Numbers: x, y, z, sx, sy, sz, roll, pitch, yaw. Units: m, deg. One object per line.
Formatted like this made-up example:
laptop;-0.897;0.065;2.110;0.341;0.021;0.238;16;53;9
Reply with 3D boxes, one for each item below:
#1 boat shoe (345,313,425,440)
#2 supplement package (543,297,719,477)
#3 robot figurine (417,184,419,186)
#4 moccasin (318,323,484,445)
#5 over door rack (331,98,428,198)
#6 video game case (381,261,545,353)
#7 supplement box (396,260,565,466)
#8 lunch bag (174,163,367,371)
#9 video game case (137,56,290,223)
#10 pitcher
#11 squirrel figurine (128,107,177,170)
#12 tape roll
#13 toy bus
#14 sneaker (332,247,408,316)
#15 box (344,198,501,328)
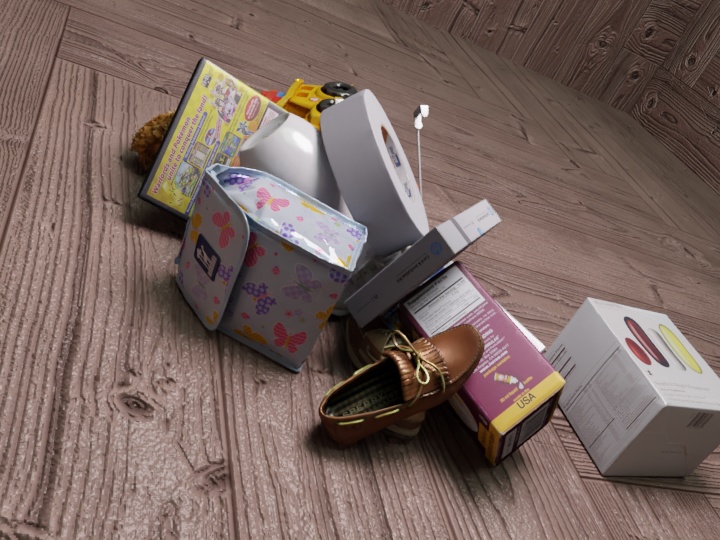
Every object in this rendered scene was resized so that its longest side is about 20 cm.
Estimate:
boat shoe;0.039;0.111;0.873;0.074;0.075;0.202;10;35;-30
supplement package;0.405;0.173;1.029;0.187;0.149;0.202;10;35;-30
robot figurine;0.011;-0.150;1.189;0.197;0.118;0.144;28;12;-30
moccasin;0.045;0.114;0.762;0.197;0.078;0.075;-22;57;-3
over door rack;0.025;-0.144;1.043;0.143;0.206;0.066;-1;7;-16
video game case;0.134;0.086;0.966;0.142;0.018;0.200;-39;65;-15
supplement box;0.142;0.114;0.862;0.102;0.132;0.201;-33;61;-11
lunch bag;-0.116;-0.006;0.818;0.197;0.171;0.128;30;33;-2
video game case;-0.177;-0.149;0.949;0.178;0.204;0.025;27;-11;-27
pitcher;-0.078;-0.096;0.919;0.202;0.121;0.171;56;-17;-24
squirrel figurine;-0.236;-0.199;1.046;0.196;0.144;0.187;4;31;-41
tape roll;0.021;-0.124;0.903;0.202;0.065;0.203;-90;154;-56
toy bus;-0.108;-0.273;1.290;0.187;0.138;0.202;14;33;0
sneaker;0.000;0.000;0.983;0.075;0.101;0.198;44;34;23
box;0.082;-0.014;0.875;0.042;0.155;0.199;52;29;3
